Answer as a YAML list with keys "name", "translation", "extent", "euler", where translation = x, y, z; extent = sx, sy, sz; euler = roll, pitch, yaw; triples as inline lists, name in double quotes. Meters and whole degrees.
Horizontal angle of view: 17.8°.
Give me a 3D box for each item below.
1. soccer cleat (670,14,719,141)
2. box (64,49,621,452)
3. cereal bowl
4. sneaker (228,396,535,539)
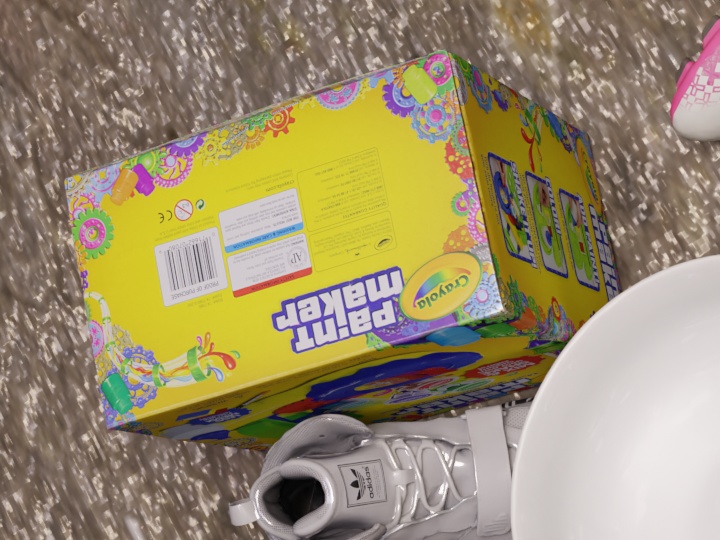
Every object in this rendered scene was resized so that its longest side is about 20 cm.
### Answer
- name: "soccer cleat"
  translation: [0.234, -0.117, 1.068]
  extent: [0.200, 0.070, 0.087]
  euler: [-43, 68, 13]
- name: "box"
  translation: [0.000, 0.000, 1.090]
  extent: [0.199, 0.192, 0.123]
  euler: [-17, 76, 22]
- name: "cereal bowl"
  translation: [0.167, 0.100, 1.001]
  extent: [0.199, 0.083, 0.202]
  euler: [-16, 62, 31]
- name: "sneaker"
  translation: [0.036, 0.103, 1.103]
  extent: [0.198, 0.115, 0.076]
  euler: [-14, 78, 22]
